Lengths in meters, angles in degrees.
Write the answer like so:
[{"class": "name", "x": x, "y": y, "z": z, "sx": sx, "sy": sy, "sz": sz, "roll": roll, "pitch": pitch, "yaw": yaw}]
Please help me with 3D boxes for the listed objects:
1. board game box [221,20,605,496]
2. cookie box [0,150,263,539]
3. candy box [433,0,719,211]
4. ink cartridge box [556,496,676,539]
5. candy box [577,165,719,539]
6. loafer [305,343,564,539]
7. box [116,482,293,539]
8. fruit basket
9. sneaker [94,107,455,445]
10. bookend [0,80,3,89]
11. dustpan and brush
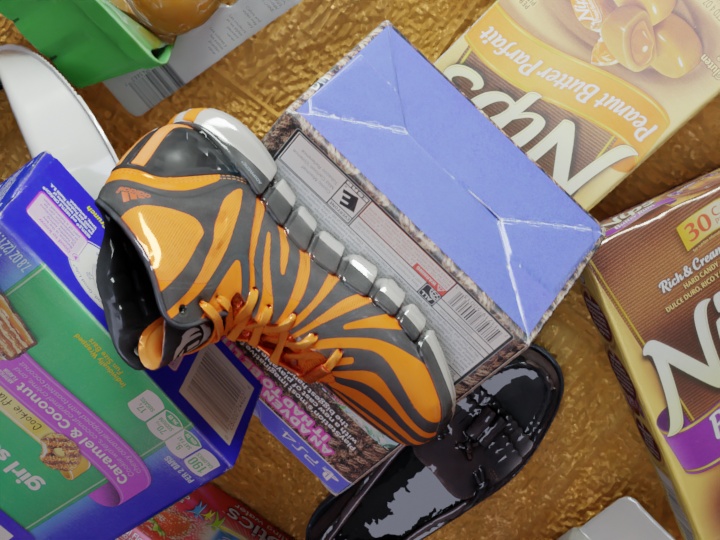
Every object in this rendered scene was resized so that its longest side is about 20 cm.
[{"class": "board game box", "x": 0.000, "y": 0.000, "z": 0.804, "sx": 0.159, "sy": 0.097, "sz": 0.200, "roll": 44, "pitch": 138, "yaw": -2}, {"class": "cookie box", "x": -0.181, "y": 0.066, "z": 0.779, "sx": 0.200, "sy": 0.075, "sz": 0.171, "roll": -33, "pitch": 108, "yaw": 27}, {"class": "candy box", "x": 0.106, "y": -0.097, "z": 0.821, "sx": 0.115, "sy": 0.055, "sz": 0.200, "roll": 45, "pitch": 109, "yaw": -3}, {"class": "ink cartridge box", "x": 0.120, "y": 0.235, "z": 0.887, "sx": 0.116, "sy": 0.068, "sz": 0.200, "roll": 44, "pitch": 119, "yaw": -2}, {"class": "candy box", "x": 0.201, "y": 0.051, "z": 0.826, "sx": 0.116, "sy": 0.056, "sz": 0.201, "roll": -25, "pitch": 99, "yaw": -2}, {"class": "loafer", "x": 0.041, "y": 0.124, "z": 0.891, "sx": 0.072, "sy": 0.063, "sz": 0.200, "roll": 45, "pitch": 109, "yaw": -3}, {"class": "box", "x": -0.087, "y": 0.209, "z": 0.923, "sx": 0.200, "sy": 0.100, "sz": 0.096, "roll": 35, "pitch": 109, "yaw": 1}, {"class": "fruit basket", "x": -0.112, "y": -0.197, "z": 0.804, "sx": 0.200, "sy": 0.094, "sz": 0.185, "roll": -34, "pitch": 118, "yaw": 22}, {"class": "sneaker", "x": -0.050, "y": 0.027, "z": 0.706, "sx": 0.200, "sy": 0.112, "sz": 0.078, "roll": 45, "pitch": 138, "yaw": -3}, {"class": "bookend", "x": -0.316, "y": -0.044, "z": 0.862, "sx": 0.092, "sy": 0.199, "sz": 0.200, "roll": 39, "pitch": 116, "yaw": 0}, {"class": "dustpan and brush", "x": -0.138, "y": -0.041, "z": 0.819, "sx": 0.057, "sy": 0.200, "sz": 0.140, "roll": -23, "pitch": 121, "yaw": -10}]
